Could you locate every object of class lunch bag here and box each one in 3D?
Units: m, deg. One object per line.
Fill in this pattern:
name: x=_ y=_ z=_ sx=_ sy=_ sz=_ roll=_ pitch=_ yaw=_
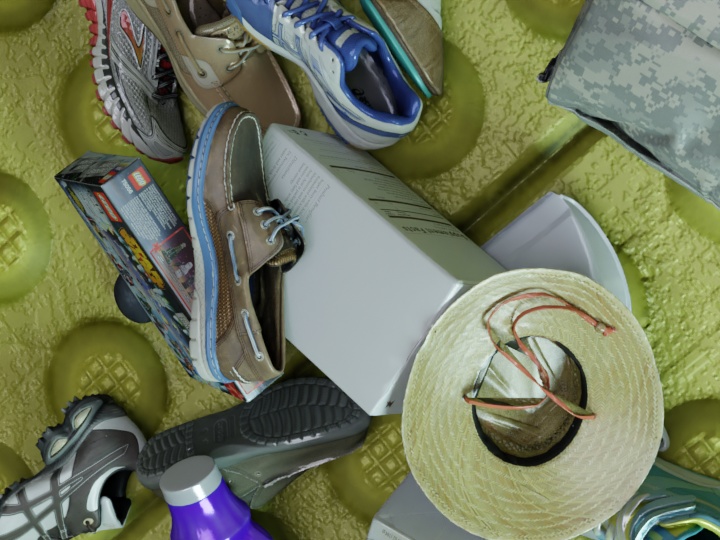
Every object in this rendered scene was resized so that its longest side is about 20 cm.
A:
lunch bag: x=0.242 y=-0.144 z=1.297 sx=0.200 sy=0.139 sz=0.168 roll=35 pitch=105 yaw=13

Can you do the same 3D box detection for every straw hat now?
straw hat: x=0.120 y=0.088 z=1.339 sx=0.199 sy=0.085 sz=0.203 roll=-1 pitch=103 yaw=-4

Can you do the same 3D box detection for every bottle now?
bottle: x=-0.100 y=0.239 z=1.459 sx=0.083 sy=0.065 sz=0.201 roll=-12 pitch=116 yaw=17

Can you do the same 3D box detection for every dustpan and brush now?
dustpan and brush: x=0.165 y=0.055 z=1.398 sx=0.139 sy=0.057 sz=0.201 roll=-39 pitch=76 yaw=30

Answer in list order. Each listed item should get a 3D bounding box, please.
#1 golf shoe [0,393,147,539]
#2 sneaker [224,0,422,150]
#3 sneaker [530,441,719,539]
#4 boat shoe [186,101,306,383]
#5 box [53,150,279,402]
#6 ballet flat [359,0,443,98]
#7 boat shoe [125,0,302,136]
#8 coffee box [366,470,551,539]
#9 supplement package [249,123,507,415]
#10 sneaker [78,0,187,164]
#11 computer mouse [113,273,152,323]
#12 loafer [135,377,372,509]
golf shoe: x=-0.247 y=0.199 z=1.535 sx=0.094 sy=0.078 sz=0.200 roll=40 pitch=108 yaw=10
sneaker: x=-0.024 y=-0.179 z=1.380 sx=0.200 sy=0.088 sz=0.075 roll=47 pitch=72 yaw=-14
sneaker: x=0.196 y=0.178 z=1.353 sx=0.199 sy=0.130 sz=0.080 roll=12 pitch=102 yaw=17
boat shoe: x=-0.076 y=-0.019 z=1.326 sx=0.072 sy=0.072 sz=0.202 roll=4 pitch=100 yaw=27
box: x=-0.148 y=0.003 z=1.417 sx=0.040 sy=0.137 sz=0.201 roll=-38 pitch=108 yaw=-17
ballet flat: x=0.016 y=-0.226 z=1.414 sx=0.072 sy=0.068 sz=0.200 roll=-40 pitch=78 yaw=-1
boat shoe: x=-0.110 y=-0.175 z=1.421 sx=0.200 sy=0.071 sz=0.064 roll=49 pitch=153 yaw=-15
coffee box: x=0.054 y=0.253 z=1.392 sx=0.114 sy=0.080 sz=0.201 roll=28 pitch=133 yaw=15
supplement package: x=0.000 y=0.000 z=1.384 sx=0.200 sy=0.120 sz=0.122 roll=42 pitch=108 yaw=25
sneaker: x=-0.169 y=-0.183 z=1.466 sx=0.082 sy=0.078 sz=0.201 roll=-14 pitch=92 yaw=18
computer mouse: x=-0.131 y=-0.034 z=1.493 sx=0.059 sy=0.034 sz=0.200 roll=43 pitch=107 yaw=11
loafer: x=-0.079 y=0.144 z=1.484 sx=0.199 sy=0.075 sz=0.070 roll=-16 pitch=128 yaw=16
